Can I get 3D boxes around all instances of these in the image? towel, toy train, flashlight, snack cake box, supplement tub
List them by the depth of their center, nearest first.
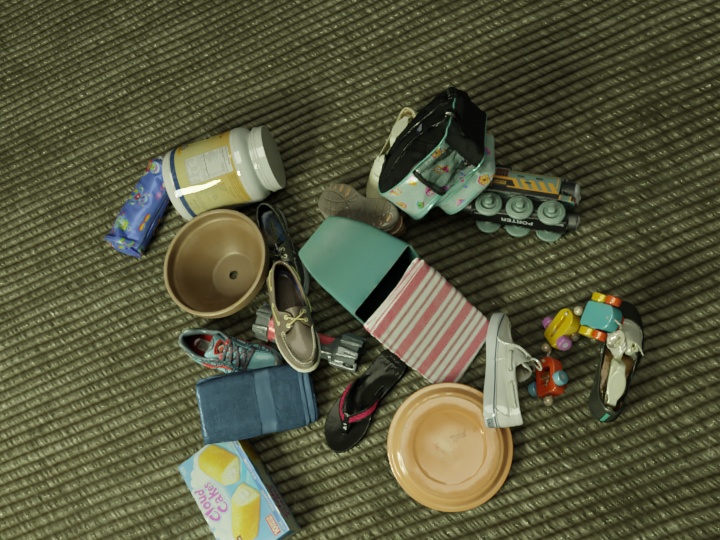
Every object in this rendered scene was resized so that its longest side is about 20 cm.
[{"bbox_3d":[0.345,0.123,1.087,0.200,0.055,0.151,-43,33,44],"label":"toy train"},{"bbox_3d":[0.116,0.093,1.139,0.147,0.200,0.030,-52,24,-6],"label":"towel"},{"bbox_3d":[-0.202,0.379,1.165,0.115,0.067,0.200,-37,67,-1],"label":"snack cake box"},{"bbox_3d":[-0.174,0.221,1.175,0.199,0.049,0.112,-7,84,-21],"label":"towel"},{"bbox_3d":[0.279,-0.121,1.204,0.199,0.085,0.114,10,65,17],"label":"toy train"},{"bbox_3d":[-0.088,0.114,1.228,0.199,0.068,0.068,14,112,15],"label":"flashlight"},{"bbox_3d":[-0.255,-0.185,1.325,0.199,0.144,0.145,-16,69,8],"label":"supplement tub"}]

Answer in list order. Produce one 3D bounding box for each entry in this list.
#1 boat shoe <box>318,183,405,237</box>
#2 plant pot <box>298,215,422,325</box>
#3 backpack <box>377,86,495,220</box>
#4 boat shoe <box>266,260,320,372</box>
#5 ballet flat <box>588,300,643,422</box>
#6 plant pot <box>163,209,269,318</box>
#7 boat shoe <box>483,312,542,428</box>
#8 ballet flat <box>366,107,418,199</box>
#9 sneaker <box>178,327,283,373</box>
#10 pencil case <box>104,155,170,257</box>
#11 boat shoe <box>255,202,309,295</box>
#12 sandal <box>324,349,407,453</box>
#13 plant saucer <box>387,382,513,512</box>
[{"bbox_3d":[0.001,-0.101,1.270,0.200,0.072,0.076,29,85,42],"label":"boat shoe"},{"bbox_3d":[0.000,0.000,1.200,0.200,0.141,0.141,35,83,39],"label":"plant pot"},{"bbox_3d":[0.127,-0.183,1.183,0.200,0.153,0.176,-34,31,33],"label":"backpack"},{"bbox_3d":[-0.115,0.075,1.182,0.072,0.060,0.200,-12,58,-11],"label":"boat shoe"},{"bbox_3d":[0.406,0.138,1.087,0.068,0.068,0.201,14,76,7],"label":"ballet flat"},{"bbox_3d":[-0.252,-0.003,1.290,0.200,0.093,0.202,-4,71,13],"label":"plant pot"},{"bbox_3d":[0.242,0.152,1.098,0.086,0.075,0.202,-4,47,19],"label":"boat shoe"},{"bbox_3d":[0.059,-0.214,1.296,0.069,0.069,0.201,22,79,20],"label":"ballet flat"},{"bbox_3d":[-0.235,0.151,1.232,0.199,0.096,0.080,12,76,15],"label":"sneaker"},{"bbox_3d":[-0.422,-0.124,1.382,0.087,0.078,0.200,19,78,42],"label":"pencil case"},{"bbox_3d":[-0.152,-0.035,1.295,0.068,0.057,0.201,-24,68,5],"label":"boat shoe"},{"bbox_3d":[0.003,0.214,1.178,0.075,0.045,0.200,34,83,22],"label":"sandal"},{"bbox_3d":[0.141,0.279,1.109,0.199,0.032,0.201,-1,81,6],"label":"plant saucer"}]
